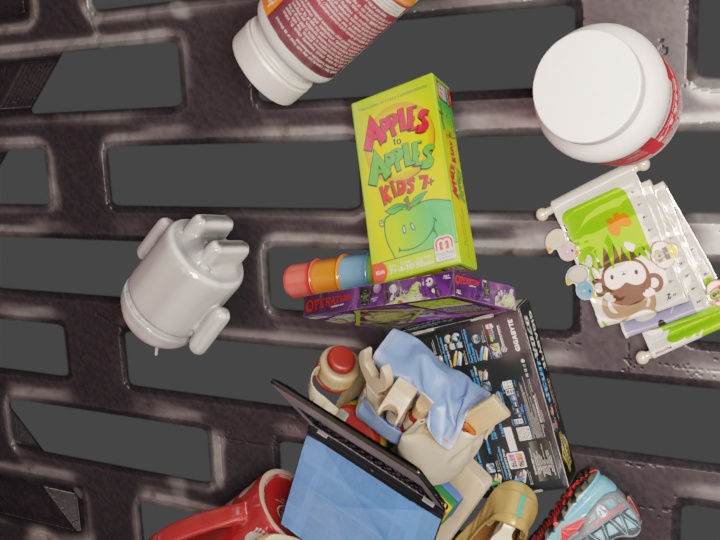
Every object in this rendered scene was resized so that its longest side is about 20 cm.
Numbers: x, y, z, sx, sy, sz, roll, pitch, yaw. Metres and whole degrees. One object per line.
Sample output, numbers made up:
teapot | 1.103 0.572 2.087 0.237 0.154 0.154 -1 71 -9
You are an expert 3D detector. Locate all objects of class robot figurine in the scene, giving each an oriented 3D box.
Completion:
robot figurine | -0.222 0.018 1.018 0.200 0.112 0.171 -45 65 26

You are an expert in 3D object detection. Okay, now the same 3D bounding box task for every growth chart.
growth chart | 0.276 -0.007 0.823 0.144 0.018 0.202 -36 82 27

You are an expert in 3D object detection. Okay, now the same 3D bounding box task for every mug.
mug | -0.158 0.355 1.027 0.200 0.176 0.134 -43 69 22

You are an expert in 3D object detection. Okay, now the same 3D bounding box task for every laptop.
laptop | -0.018 0.235 0.841 0.185 0.201 0.117 25 71 29

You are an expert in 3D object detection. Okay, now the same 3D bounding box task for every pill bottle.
pill bottle | -0.037 -0.275 0.867 0.199 0.114 0.115 -36 84 27
pill bottle | 0.216 -0.150 0.716 0.110 0.199 0.115 3 97 26

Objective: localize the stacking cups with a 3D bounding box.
stacking cups | 0.000 0.000 0.938 0.196 0.060 0.062 -4 99 28

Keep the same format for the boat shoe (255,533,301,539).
boat shoe | -0.042 0.364 0.963 0.074 0.197 0.070 -59 33 25

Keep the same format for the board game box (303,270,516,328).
board game box | 0.049 0.034 0.864 0.197 0.119 0.033 -10 71 39

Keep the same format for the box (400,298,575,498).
box | 0.135 0.148 0.907 0.156 0.046 0.204 -16 93 28

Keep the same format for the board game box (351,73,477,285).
board game box | 0.054 -0.091 0.862 0.100 0.047 0.204 -15 75 28

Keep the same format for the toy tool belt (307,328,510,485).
toy tool belt | 0.050 0.117 0.839 0.198 0.125 0.124 32 138 8

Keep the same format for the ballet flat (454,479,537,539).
ballet flat | 0.136 0.312 0.902 0.067 0.063 0.203 20 126 6

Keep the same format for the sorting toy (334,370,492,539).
sorting toy | 0.019 0.244 0.937 0.198 0.069 0.202 42 126 22

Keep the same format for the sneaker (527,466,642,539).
sneaker | 0.227 0.315 0.880 0.095 0.079 0.202 34 113 13
